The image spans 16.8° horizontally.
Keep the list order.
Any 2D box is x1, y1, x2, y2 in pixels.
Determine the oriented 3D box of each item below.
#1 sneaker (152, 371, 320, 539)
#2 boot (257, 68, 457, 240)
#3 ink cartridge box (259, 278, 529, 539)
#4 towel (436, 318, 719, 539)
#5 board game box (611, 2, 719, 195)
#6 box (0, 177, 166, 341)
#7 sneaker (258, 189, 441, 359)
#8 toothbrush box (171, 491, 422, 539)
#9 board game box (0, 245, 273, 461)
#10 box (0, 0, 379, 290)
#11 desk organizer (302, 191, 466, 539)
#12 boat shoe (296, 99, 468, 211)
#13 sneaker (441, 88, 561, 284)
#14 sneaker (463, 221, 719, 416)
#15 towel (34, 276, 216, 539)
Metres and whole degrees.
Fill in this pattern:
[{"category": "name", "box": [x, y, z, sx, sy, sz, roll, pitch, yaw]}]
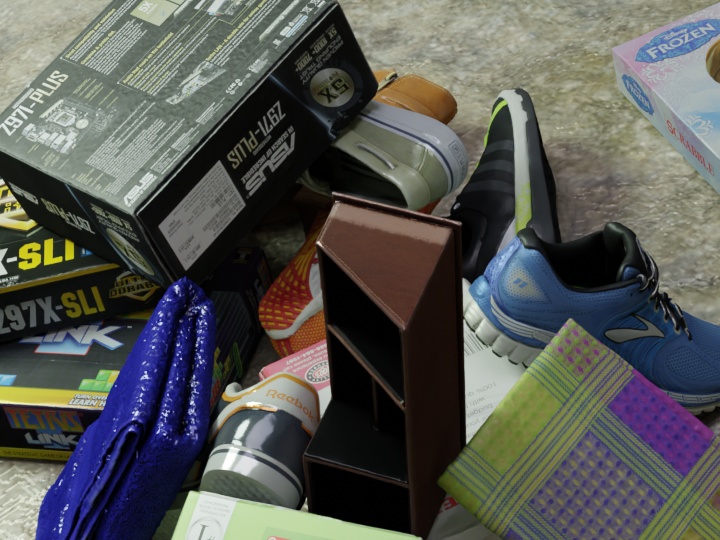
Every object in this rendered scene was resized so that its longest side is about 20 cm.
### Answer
[{"category": "sneaker", "box": [-0.065, 0.119, 1.414, 0.078, 0.200, 0.079, 28, 64, -8]}, {"category": "boot", "box": [-0.042, -0.098, 1.750, 0.200, 0.074, 0.155, 23, 53, 22]}, {"category": "ink cartridge box", "box": [0.046, 0.113, 1.455, 0.146, 0.083, 0.200, -24, 40, -10]}, {"category": "towel", "box": [0.153, 0.137, 1.351, 0.200, 0.023, 0.144, 41, 60, 2]}, {"category": "board game box", "box": [0.308, -0.132, 1.693, 0.200, 0.041, 0.200, -24, 39, -10]}, {"category": "box", "box": [-0.220, -0.024, 1.652, 0.200, 0.049, 0.160, -12, 40, 4]}, {"category": "sneaker", "box": [0.000, 0.000, 1.616, 0.073, 0.077, 0.200, -2, 38, 42]}, {"category": "toothbrush box", "box": [-0.046, 0.233, 1.290, 0.146, 0.086, 0.200, 8, 66, 27]}, {"category": "board game box", "box": [-0.175, 0.052, 1.625, 0.200, 0.057, 0.165, 2, 43, 20]}, {"category": "box", "box": [-0.117, -0.102, 1.578, 0.164, 0.086, 0.200, 25, 65, 39]}, {"category": "desk organizer", "box": [0.011, 0.060, 1.302, 0.072, 0.200, 0.077, 14, 50, 16]}, {"category": "boat shoe", "box": [-0.022, -0.083, 1.612, 0.200, 0.072, 0.062, 14, 38, 40]}, {"category": "sneaker", "box": [0.088, -0.051, 1.648, 0.083, 0.072, 0.200, -12, 38, 9]}, {"category": "sneaker", "box": [0.162, 0.026, 1.464, 0.200, 0.089, 0.079, 16, 25, -29]}, {"category": "towel", "box": [-0.147, 0.115, 1.443, 0.050, 0.200, 0.148, 20, 37, -17]}]
